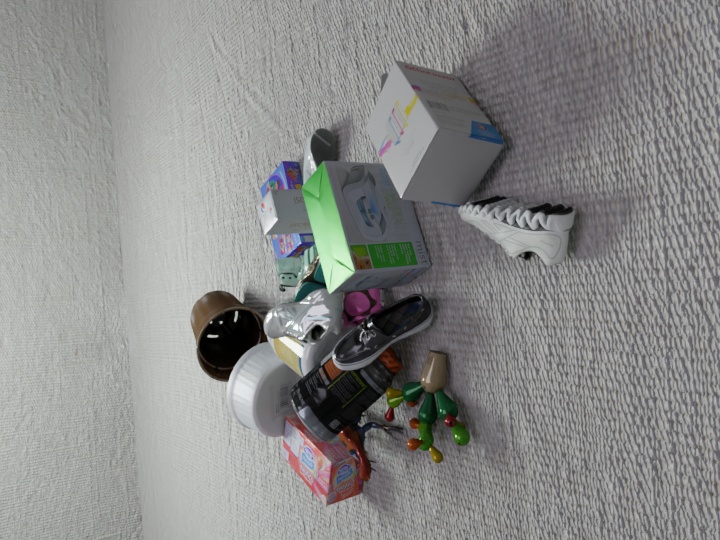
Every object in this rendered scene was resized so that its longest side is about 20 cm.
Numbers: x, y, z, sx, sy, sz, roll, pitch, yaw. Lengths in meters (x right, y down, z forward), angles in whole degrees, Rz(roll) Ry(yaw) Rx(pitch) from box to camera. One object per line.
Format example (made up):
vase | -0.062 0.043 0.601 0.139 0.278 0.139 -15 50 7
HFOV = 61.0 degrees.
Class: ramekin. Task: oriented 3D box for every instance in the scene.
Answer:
ramekin | -0.195 0.275 1.391 0.096 0.197 0.208 14 105 44

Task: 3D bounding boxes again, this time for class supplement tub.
supplement tub | -0.024 0.205 1.129 0.199 0.122 0.123 -40 53 5
supplement tub | -0.101 0.146 1.279 0.198 0.141 0.150 24 113 51

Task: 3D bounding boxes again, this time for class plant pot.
plant pot | -0.362 0.160 1.634 0.197 0.195 0.207 33 120 57

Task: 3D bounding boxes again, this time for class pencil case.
pencil case | 0.000 0.000 1.170 0.093 0.089 0.207 -23 72 45

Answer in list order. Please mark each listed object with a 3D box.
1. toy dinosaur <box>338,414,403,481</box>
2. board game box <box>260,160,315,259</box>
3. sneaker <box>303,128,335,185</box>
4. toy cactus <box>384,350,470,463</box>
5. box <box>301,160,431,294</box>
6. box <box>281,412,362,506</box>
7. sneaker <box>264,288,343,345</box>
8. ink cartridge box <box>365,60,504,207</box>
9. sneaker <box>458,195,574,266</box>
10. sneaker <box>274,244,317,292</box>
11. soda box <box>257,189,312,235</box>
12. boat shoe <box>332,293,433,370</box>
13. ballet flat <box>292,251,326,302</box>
toy dinosaur | -0.019 0.332 1.170 0.181 0.193 0.109 -8 -72 -82
board game box | -0.172 -0.132 1.439 0.134 0.044 0.206 -34 66 51
sneaker | -0.090 -0.196 1.308 0.080 0.068 0.208 -157 70 -68
toy cactus | 0.109 0.221 1.042 0.199 0.100 0.171 16 97 62
box | 0.009 -0.076 1.071 0.096 0.172 0.206 -36 64 50
box | -0.083 0.395 1.319 0.198 0.092 0.106 26 114 51
sneaker | -0.112 0.100 1.141 0.197 0.069 0.083 -24 59 36
ink cartridge box | 0.104 -0.218 0.948 0.127 0.125 0.203 -60 38 38
sneaker | 0.213 -0.059 0.874 0.198 0.073 0.084 22 123 55
sneaker | -0.117 -0.012 1.265 0.202 0.114 0.076 117 154 -58
soda box | -0.097 -0.116 1.199 0.068 0.195 0.065 -36 66 50
boat shoe | 0.033 0.101 1.046 0.067 0.195 0.071 58 -172 -54
ballet flat | -0.077 0.006 1.178 0.201 0.066 0.077 124 160 -48
